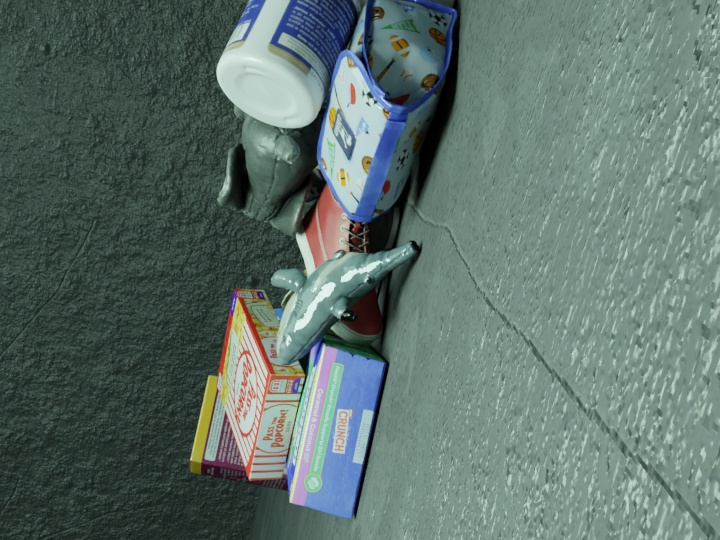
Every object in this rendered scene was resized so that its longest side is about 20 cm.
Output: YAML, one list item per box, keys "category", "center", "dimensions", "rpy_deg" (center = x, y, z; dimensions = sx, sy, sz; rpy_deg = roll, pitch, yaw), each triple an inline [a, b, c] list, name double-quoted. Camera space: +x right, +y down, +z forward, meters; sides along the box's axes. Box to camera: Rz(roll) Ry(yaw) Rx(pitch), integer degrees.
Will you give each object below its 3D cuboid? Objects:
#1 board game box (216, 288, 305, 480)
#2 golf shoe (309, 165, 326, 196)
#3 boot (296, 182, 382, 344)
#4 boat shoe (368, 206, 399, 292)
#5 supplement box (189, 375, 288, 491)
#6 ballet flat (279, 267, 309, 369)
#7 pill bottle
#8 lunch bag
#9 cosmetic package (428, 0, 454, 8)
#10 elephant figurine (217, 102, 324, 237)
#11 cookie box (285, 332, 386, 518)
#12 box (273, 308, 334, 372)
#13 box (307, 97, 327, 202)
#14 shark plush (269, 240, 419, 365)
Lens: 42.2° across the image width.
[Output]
- category: "board game box"
  center: [-0.130, 0.139, 1.176]
  dimensions: [0.200, 0.046, 0.154]
  rpy_deg: [-126, 44, -56]
- category: "golf shoe"
  center: [-0.020, -0.127, 1.193]
  dimensions: [0.199, 0.077, 0.089]
  rpy_deg: [31, 108, 39]
- category: "boot"
  center: [-0.007, -0.028, 1.084]
  dimensions: [0.145, 0.071, 0.202]
  rpy_deg: [-57, 44, 40]
- category: "boat shoe"
  center: [0.000, 0.000, 1.198]
  dimensions: [0.067, 0.056, 0.202]
  rpy_deg: [-87, 11, -59]
- category: "supplement box"
  center: [-0.145, 0.247, 1.391]
  dimensions: [0.103, 0.197, 0.133]
  rpy_deg: [115, 167, -66]
- category: "ballet flat"
  center: [-0.086, 0.076, 1.227]
  dimensions: [0.070, 0.065, 0.201]
  rpy_deg: [-9, -42, -52]
- category: "pill bottle"
  center: [-0.067, -0.271, 1.022]
  dimensions: [0.120, 0.118, 0.202]
  rpy_deg: [117, 176, -68]
- category: "lunch bag"
  center: [0.024, -0.177, 1.007]
  dimensions: [0.171, 0.122, 0.202]
  rpy_deg: [110, 171, -48]
- category: "cosmetic package"
  center: [0.085, -0.384, 1.086]
  dimensions: [0.113, 0.080, 0.203]
  rpy_deg: [-87, 10, -62]
- category: "elephant figurine"
  center: [-0.108, -0.109, 1.144]
  dimensions: [0.154, 0.141, 0.202]
  rpy_deg: [-19, -39, -48]
- category: "cookie box"
  center: [-0.033, 0.166, 1.068]
  dimensions: [0.200, 0.074, 0.174]
  rpy_deg: [-171, 94, -84]
- category: "box"
  center: [-0.092, 0.147, 1.302]
  dimensions: [0.048, 0.120, 0.204]
  rpy_deg: [30, -122, -65]
- category: "box"
  center: [-0.042, -0.199, 1.444]
  dimensions: [0.198, 0.046, 0.161]
  rpy_deg: [-24, -46, -40]
- category: "shark plush"
  center: [-0.011, 0.031, 0.989]
  dimensions: [0.091, 0.198, 0.084]
  rpy_deg: [49, -151, -36]
